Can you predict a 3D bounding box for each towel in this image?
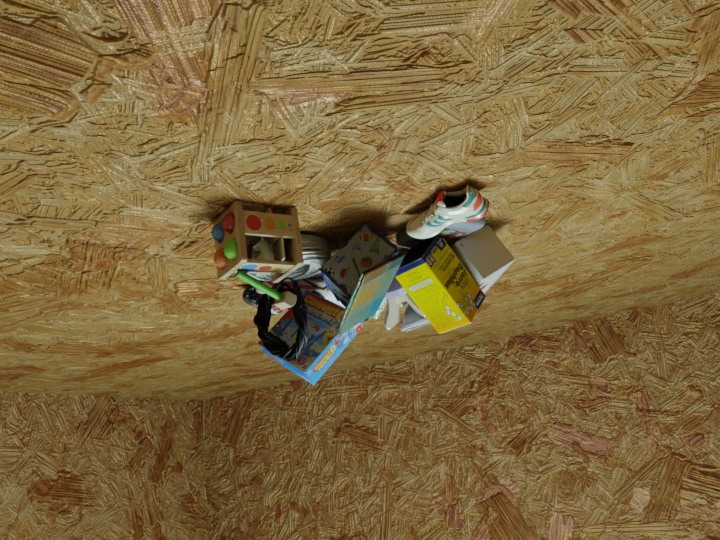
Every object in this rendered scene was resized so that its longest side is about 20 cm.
[{"bbox_3d":[0.020,0.052,1.379,0.146,0.022,0.201,-28,151,-42],"label":"towel"},{"bbox_3d":[0.189,0.087,1.718,0.146,0.201,0.024,-23,115,29],"label":"towel"}]

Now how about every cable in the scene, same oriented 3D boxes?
[{"bbox_3d":[-0.194,0.128,1.476,0.162,0.202,0.051,-32,156,27],"label":"cable"},{"bbox_3d":[-0.167,-0.027,1.469,0.198,0.070,0.200,-16,163,21],"label":"cable"}]

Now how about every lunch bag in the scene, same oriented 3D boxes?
[{"bbox_3d":[0.000,0.000,1.454,0.170,0.124,0.200,-43,161,-7],"label":"lunch bag"}]

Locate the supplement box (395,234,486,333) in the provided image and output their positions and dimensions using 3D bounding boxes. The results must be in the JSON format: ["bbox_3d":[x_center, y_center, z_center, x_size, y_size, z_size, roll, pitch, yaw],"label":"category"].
[{"bbox_3d":[0.192,0.034,1.470,0.109,0.200,0.109,-26,-163,46],"label":"supplement box"}]

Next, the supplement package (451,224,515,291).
[{"bbox_3d":[0.286,-0.002,1.579,0.121,0.120,0.200,-28,162,-26],"label":"supplement package"}]

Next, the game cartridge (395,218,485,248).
[{"bbox_3d":[0.187,-0.097,1.478,0.132,0.041,0.199,12,154,-40],"label":"game cartridge"}]

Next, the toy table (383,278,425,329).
[{"bbox_3d":[0.115,0.064,1.684,0.183,0.118,0.200,-35,-159,-3],"label":"toy table"}]

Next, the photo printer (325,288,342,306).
[{"bbox_3d":[-0.039,0.068,1.837,0.164,0.070,0.200,-9,163,1],"label":"photo printer"}]

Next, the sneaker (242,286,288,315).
[{"bbox_3d":[-0.282,0.092,1.790,0.097,0.072,0.200,-22,160,32],"label":"sneaker"}]

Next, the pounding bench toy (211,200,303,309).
[{"bbox_3d":[-0.214,-0.021,1.235,0.155,0.202,0.124,3,160,-35],"label":"pounding bench toy"}]

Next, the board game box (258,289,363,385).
[{"bbox_3d":[-0.128,0.164,1.539,0.199,0.196,0.056,21,151,42],"label":"board game box"}]

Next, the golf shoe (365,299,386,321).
[{"bbox_3d":[0.063,0.105,1.968,0.078,0.098,0.199,6,156,-36],"label":"golf shoe"}]

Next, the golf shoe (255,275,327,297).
[{"bbox_3d":[-0.191,0.050,1.660,0.198,0.093,0.073,-7,172,2],"label":"golf shoe"}]

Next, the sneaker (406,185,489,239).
[{"bbox_3d":[0.173,-0.135,1.321,0.198,0.071,0.093,-17,144,31],"label":"sneaker"}]
